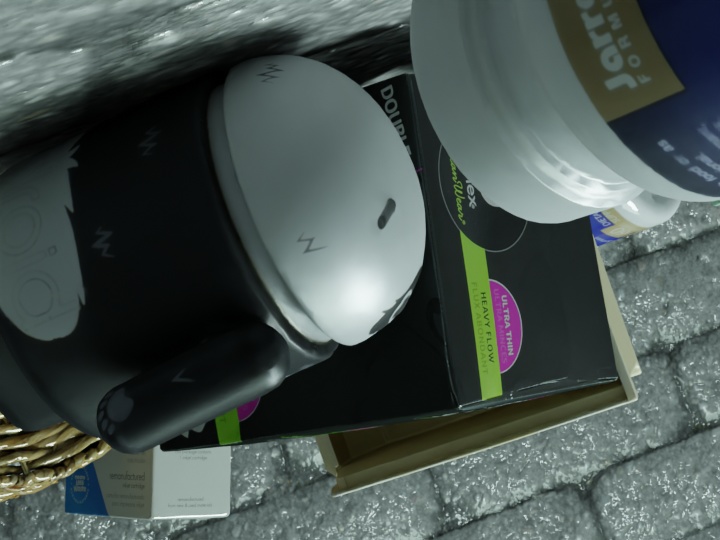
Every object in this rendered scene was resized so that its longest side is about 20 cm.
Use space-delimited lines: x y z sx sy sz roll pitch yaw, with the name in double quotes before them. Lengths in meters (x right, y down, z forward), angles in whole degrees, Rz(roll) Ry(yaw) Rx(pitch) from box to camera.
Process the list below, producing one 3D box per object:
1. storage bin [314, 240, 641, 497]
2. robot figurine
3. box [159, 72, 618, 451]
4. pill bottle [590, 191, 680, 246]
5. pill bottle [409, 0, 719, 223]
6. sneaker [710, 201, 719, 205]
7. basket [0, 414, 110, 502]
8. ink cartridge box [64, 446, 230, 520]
"storage bin" 0.037 0.002 0.921 0.197 0.202 0.094 -20 180 16
"robot figurine" -0.070 -0.005 0.647 0.199 0.151 0.125 -23 166 16
"box" 0.000 0.000 0.772 0.199 0.150 0.124 -12 175 42
"pill bottle" 0.102 -0.059 1.068 0.199 0.121 0.119 -21 178 37
"pill bottle" 0.112 -0.084 0.422 0.115 0.117 0.199 -18 177 -43
"sneaker" 0.137 -0.081 0.808 0.199 0.119 0.074 -19 180 4
"basket" -0.236 0.073 0.990 0.199 0.144 0.148 -18 177 -42
"ink cartridge box" -0.145 0.067 1.097 0.067 0.202 0.116 5 172 -40
